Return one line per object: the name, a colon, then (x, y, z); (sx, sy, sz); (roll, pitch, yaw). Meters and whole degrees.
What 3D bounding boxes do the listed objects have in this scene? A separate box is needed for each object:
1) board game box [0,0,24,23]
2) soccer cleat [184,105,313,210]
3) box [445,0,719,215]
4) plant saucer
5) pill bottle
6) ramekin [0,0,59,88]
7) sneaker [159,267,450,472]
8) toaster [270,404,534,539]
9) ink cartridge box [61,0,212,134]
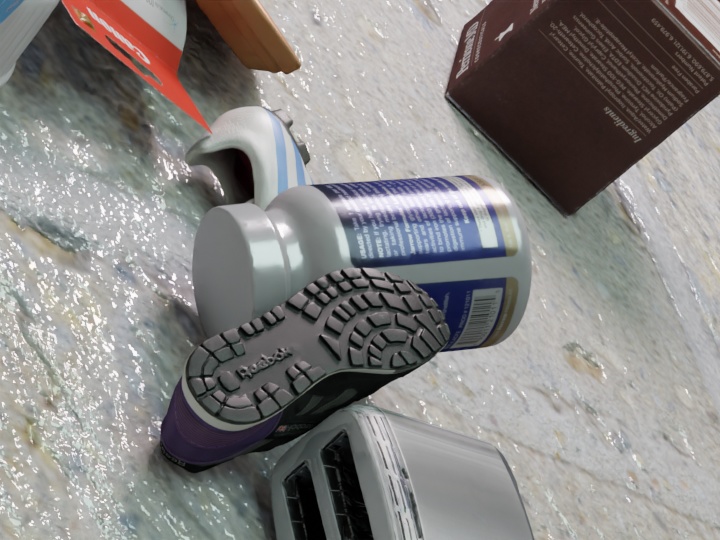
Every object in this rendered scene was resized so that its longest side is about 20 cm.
board game box: (-0.289, -0.189, 1.304); (0.200, 0.153, 0.040); (49, 26, -1)
soccer cleat: (-0.047, -0.018, 1.607); (0.086, 0.070, 0.200); (-31, 85, -42)
box: (0.207, -0.194, 2.090); (0.164, 0.200, 0.166); (43, 26, -14)
plant saucer: (-0.114, -0.221, 1.722); (0.201, 0.037, 0.200); (55, 3, -4)
pill bottle: (0.000, 0.000, 1.517); (0.199, 0.116, 0.116); (-4, 54, -28)
ramekin: (-0.266, -0.205, 1.435); (0.202, 0.094, 0.203); (41, 22, -21)
sneaker: (-0.039, 0.062, 1.421); (0.199, 0.088, 0.076); (-18, 65, -37)
toaster: (0.027, 0.164, 1.411); (0.129, 0.114, 0.201); (25, 39, -39)
ink cartridge box: (-0.167, -0.200, 1.585); (0.162, 0.057, 0.200); (38, 9, -50)
